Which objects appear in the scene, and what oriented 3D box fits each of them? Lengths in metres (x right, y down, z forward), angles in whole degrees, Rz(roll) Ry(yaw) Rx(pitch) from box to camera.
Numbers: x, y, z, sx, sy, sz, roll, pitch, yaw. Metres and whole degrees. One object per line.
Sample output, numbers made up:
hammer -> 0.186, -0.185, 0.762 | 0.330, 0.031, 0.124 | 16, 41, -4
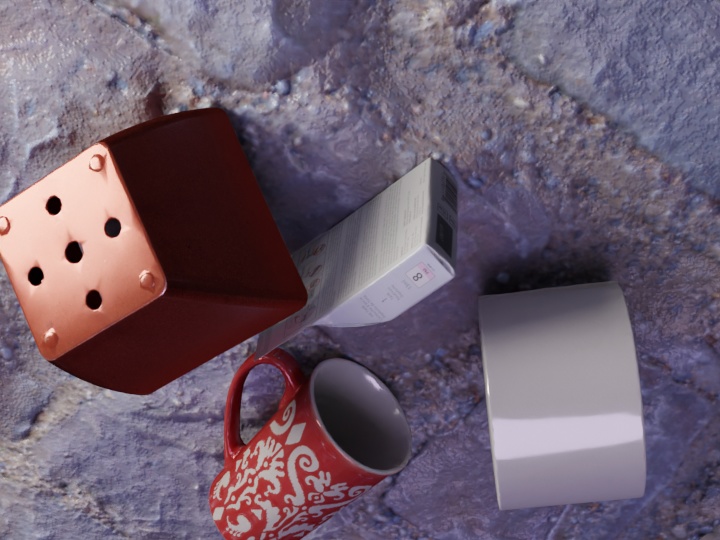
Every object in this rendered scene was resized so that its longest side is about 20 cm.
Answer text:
mug -> -0.067, 0.185, 1.380 | 0.132, 0.179, 0.200 | 3, 141, -48
plant pot -> -0.196, -0.014, 1.136 | 0.198, 0.176, 0.202 | -29, 81, 20
tape roll -> 0.188, 0.120, 1.261 | 0.137, 0.204, 0.205 | -7, 125, 5
ink cartridge box -> 0.000, 0.000, 1.205 | 0.199, 0.163, 0.057 | -39, 112, 24
